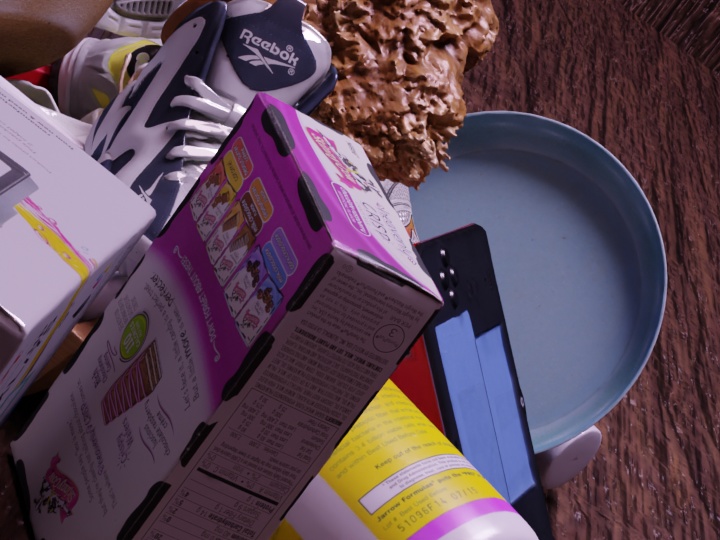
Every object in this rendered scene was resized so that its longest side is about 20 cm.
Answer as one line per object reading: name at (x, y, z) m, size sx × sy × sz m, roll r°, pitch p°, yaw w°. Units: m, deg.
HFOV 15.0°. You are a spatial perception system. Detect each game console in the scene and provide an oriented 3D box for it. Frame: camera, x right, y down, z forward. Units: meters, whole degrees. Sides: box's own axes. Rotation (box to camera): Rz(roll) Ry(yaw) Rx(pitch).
game console at (0.060, 0.080, 1.400) m, size 0.177 × 0.031 × 0.200 m, roll -18°, pitch 96°, yaw -70°

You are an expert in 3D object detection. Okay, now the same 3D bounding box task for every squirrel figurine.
squirrel figurine at (-0.033, -0.106, 1.423) m, size 0.200 × 0.142 × 0.187 m, roll 4°, pitch 30°, yaw 45°

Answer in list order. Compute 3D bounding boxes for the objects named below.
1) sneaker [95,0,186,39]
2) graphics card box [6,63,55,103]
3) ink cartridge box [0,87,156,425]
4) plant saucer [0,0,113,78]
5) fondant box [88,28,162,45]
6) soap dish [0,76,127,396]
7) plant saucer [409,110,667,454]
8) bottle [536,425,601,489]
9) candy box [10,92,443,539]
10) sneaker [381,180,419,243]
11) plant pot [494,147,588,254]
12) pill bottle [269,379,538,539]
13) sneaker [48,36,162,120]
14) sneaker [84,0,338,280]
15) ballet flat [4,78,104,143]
sneaker at (-0.195, -0.170, 1.540) m, size 0.200 × 0.078 × 0.099 m, roll 14°, pitch -2°, yaw -29°
graphics card box at (-0.228, -0.148, 1.596) m, size 0.125 × 0.051 × 0.200 m, roll 16°, pitch 25°, yaw -51°
ink cartridge box at (-0.195, 0.009, 1.041) m, size 0.146 × 0.147 × 0.200 m, roll 37°, pitch 16°, yaw -1°
plant saucer at (-0.219, -0.128, 1.398) m, size 0.200 × 0.200 × 0.035 m, roll 11°, pitch 71°, yaw -57°
fondant box at (-0.106, -0.119, 1.764) m, size 0.144 × 0.058 × 0.200 m, roll 31°, pitch 16°, yaw -20°
soap dish at (-0.181, -0.026, 1.293) m, size 0.200 × 0.081 × 0.157 m, roll 40°, pitch 16°, yaw 10°
plant saucer at (0.075, 0.010, 1.544) m, size 0.200 × 0.200 × 0.027 m, roll 42°, pitch 0°, yaw 17°
bottle at (0.061, 0.047, 1.633) m, size 0.200 × 0.065 × 0.083 m, roll 45°, pitch 18°, yaw 28°
candy box at (-0.060, 0.045, 1.131) m, size 0.061 × 0.200 × 0.136 m, roll 28°, pitch 19°, yaw -28°
sneaker at (0.000, 0.000, 1.463) m, size 0.082 × 0.078 × 0.200 m, roll 43°, pitch 21°, yaw -10°
plant pot at (0.095, 0.001, 1.652) m, size 0.027 × 0.200 × 0.200 m, roll -31°, pitch 61°, yaw -27°
pill bottle at (-0.015, 0.094, 1.263) m, size 0.200 × 0.104 × 0.104 m, roll 46°, pitch 18°, yaw 28°
sneaker at (-0.089, -0.070, 1.563) m, size 0.076 × 0.076 × 0.200 m, roll -1°, pitch -22°, yaw 41°
sneaker at (-0.065, -0.066, 1.267) m, size 0.079 × 0.130 × 0.199 m, roll 32°, pitch 16°, yaw -14°
ballet flat at (-0.155, -0.066, 1.471) m, size 0.200 × 0.069 × 0.069 m, roll 18°, pitch 25°, yaw -44°
